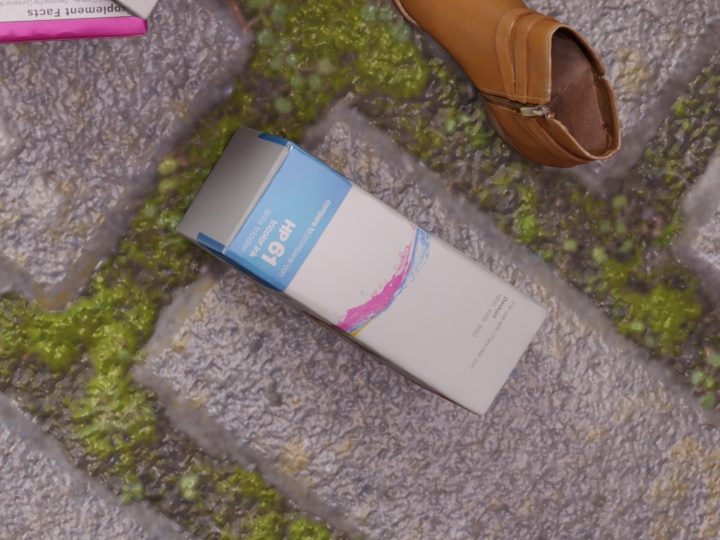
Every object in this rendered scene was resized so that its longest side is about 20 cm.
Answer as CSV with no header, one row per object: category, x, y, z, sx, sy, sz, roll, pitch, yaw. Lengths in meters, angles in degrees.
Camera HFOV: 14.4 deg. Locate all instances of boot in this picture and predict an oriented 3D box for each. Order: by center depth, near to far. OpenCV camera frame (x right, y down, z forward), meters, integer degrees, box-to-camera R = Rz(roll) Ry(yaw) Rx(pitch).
boot,0.092,-0.153,1.777,0.074,0.155,0.200,-37,104,-8

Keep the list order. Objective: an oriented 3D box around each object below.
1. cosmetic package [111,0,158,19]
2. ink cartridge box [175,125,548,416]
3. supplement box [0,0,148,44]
cosmetic package,-0.164,-0.263,1.642,0.200,0.052,0.151,36,89,-16
ink cartridge box,0.000,0.000,1.775,0.200,0.145,0.085,32,88,-16
supplement box,-0.190,-0.239,1.717,0.103,0.101,0.200,-3,98,-15
